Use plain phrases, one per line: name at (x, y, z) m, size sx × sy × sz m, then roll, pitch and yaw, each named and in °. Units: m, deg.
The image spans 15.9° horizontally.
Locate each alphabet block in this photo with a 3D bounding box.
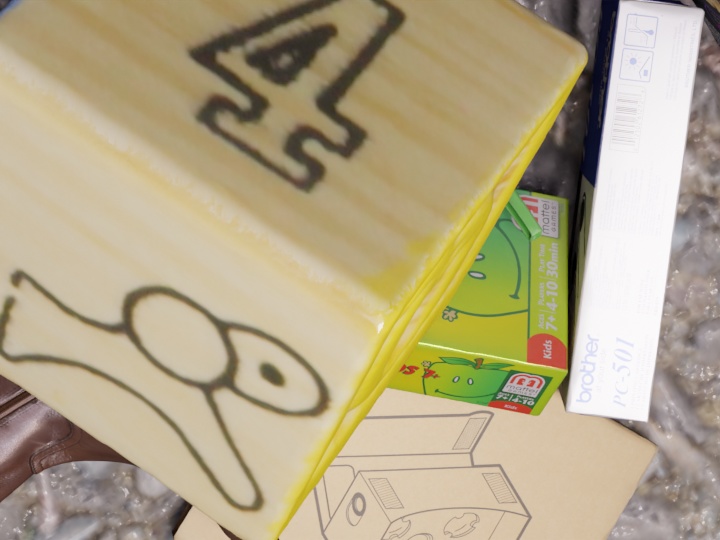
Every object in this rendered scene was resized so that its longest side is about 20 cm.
alphabet block at (-0.053, -0.038, 1.108) m, size 0.200 × 0.196 × 0.197 m, roll 34°, pitch 53°, yaw 4°

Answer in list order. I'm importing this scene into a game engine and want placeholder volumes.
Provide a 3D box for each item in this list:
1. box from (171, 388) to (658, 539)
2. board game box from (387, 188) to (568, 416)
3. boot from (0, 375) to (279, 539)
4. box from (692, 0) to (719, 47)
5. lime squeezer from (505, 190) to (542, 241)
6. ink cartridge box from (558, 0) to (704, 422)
box at (0.029, 0.112, 1.314) m, size 0.199 × 0.021 × 0.164 m, roll 29°, pitch 93°, yaw -13°
board game box at (0.000, 0.000, 1.251) m, size 0.199 × 0.048 × 0.102 m, roll 11°, pitch 57°, yaw -11°
boot at (-0.162, 0.109, 1.248) m, size 0.200 × 0.064 × 0.187 m, roll -34°, pitch 79°, yaw -6°
box at (0.203, -0.169, 1.185) m, size 0.122 × 0.106 × 0.200 m, roll -35°, pitch 130°, yaw 2°
lime squeezer at (0.006, -0.081, 1.252) m, size 0.199 × 0.071 × 0.038 m, roll 22°, pitch 138°, yaw 4°
ink cartridge box at (0.130, -0.034, 1.269) m, size 0.044 × 0.094 × 0.201 m, roll 7°, pitch 98°, yaw 0°
